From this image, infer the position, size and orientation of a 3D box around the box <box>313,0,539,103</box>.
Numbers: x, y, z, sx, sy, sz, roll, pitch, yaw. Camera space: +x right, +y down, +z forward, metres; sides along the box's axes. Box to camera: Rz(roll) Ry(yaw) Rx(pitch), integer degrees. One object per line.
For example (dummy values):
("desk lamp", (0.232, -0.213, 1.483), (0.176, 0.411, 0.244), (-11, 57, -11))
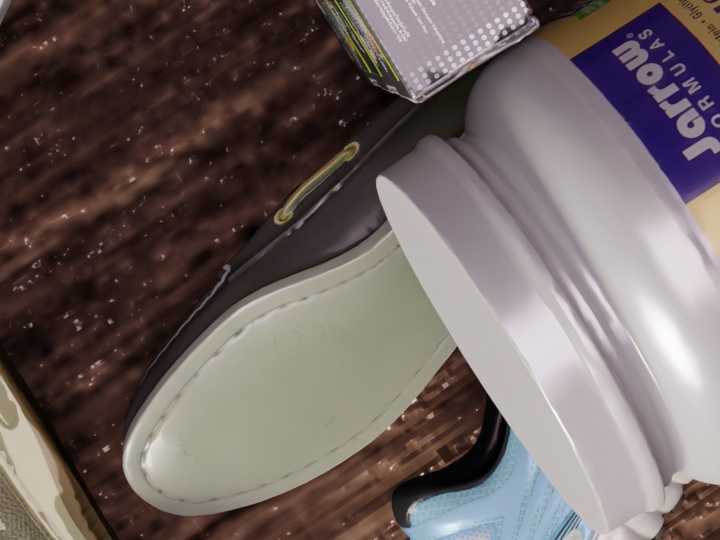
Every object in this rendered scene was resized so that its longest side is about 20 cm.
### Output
("box", (-0.026, -0.148, 0.825), (0.044, 0.160, 0.200), (-33, 97, -2))

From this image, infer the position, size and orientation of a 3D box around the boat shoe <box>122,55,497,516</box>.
("boat shoe", (0.000, 0.000, 0.896), (0.201, 0.061, 0.072), (-39, 125, 2))

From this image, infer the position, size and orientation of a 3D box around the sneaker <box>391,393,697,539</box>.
("sneaker", (0.083, 0.026, 0.897), (0.090, 0.078, 0.200), (35, 91, -3))

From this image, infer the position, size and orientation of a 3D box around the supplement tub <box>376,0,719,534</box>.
("supplement tub", (0.120, -0.029, 0.796), (0.200, 0.145, 0.146), (-32, 98, -6))

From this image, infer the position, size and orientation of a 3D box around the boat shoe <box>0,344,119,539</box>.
("boat shoe", (-0.103, 0.108, 0.889), (0.063, 0.073, 0.201), (-31, 95, -5))

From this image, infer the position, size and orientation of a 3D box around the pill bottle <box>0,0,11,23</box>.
("pill bottle", (-0.196, -0.130, 0.836), (0.199, 0.111, 0.111), (26, 93, -7))
